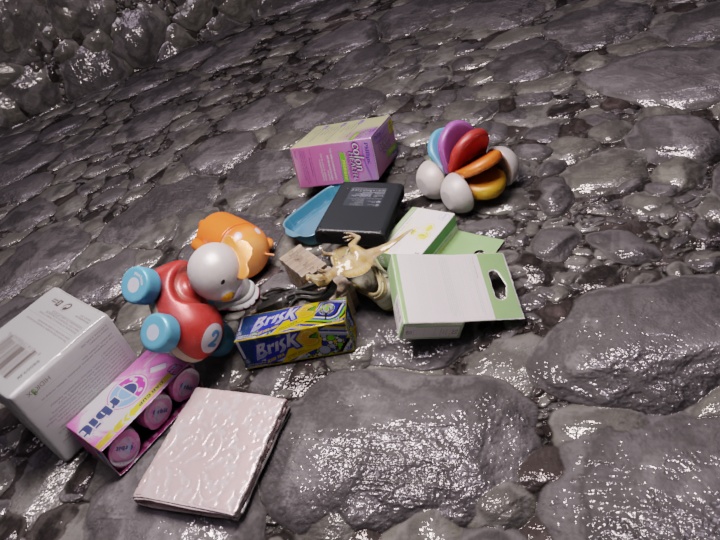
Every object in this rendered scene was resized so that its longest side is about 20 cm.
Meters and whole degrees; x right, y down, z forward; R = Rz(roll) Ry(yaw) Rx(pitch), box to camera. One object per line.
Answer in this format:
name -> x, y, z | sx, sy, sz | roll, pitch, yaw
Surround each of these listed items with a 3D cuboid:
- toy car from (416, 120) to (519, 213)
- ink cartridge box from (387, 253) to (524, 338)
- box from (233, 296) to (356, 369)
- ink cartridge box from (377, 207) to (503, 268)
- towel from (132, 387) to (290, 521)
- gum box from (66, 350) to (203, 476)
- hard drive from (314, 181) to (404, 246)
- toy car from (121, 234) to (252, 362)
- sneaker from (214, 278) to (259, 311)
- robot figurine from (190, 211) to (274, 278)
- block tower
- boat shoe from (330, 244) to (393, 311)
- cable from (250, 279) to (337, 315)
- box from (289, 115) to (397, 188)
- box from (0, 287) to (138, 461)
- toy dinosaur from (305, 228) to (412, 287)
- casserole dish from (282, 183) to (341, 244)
toy car -> 0.208, -0.225, 1.272 | 0.174, 0.152, 0.200 | -33, 39, -16
ink cartridge box -> 0.151, 0.038, 1.032 | 0.196, 0.048, 0.147 | 0, 48, -9
box -> -0.109, 0.107, 1.074 | 0.196, 0.071, 0.065 | -12, 36, 11
ink cartridge box -> 0.144, -0.047, 1.169 | 0.198, 0.048, 0.146 | 12, 47, 39
towel -> -0.221, 0.271, 0.955 | 0.187, 0.033, 0.202 | 1, 42, 24
gum box -> -0.368, 0.223, 1.051 | 0.112, 0.067, 0.200 | 13, 48, 37
hard drive -> 0.002, -0.116, 1.254 | 0.137, 0.033, 0.201 | 4, 35, 14
toy car -> -0.252, 0.032, 1.054 | 0.199, 0.184, 0.179 | -36, 69, 15
sneaker -> -0.302, 0.044, 1.224 | 0.197, 0.089, 0.082 | -22, 37, -3
robot figurine -> -0.263, -0.053, 1.304 | 0.199, 0.144, 0.118 | 25, 78, 44
block tower -> -0.076, 0.021, 1.179 | 0.054, 0.058, 0.199 | -34, 41, -18
boat shoe -> -0.001, 0.002, 1.143 | 0.074, 0.063, 0.201 | -52, 44, 7
cable -> -0.119, 0.056, 1.135 | 0.197, 0.051, 0.098 | -20, 30, 21
box -> -0.034, -0.275, 1.461 | 0.196, 0.098, 0.176 | -4, 27, 21
box -> -0.520, 0.173, 1.096 | 0.197, 0.173, 0.200 | 16, 49, 38
toy dinosaur -> -0.006, -0.021, 1.087 | 0.197, 0.059, 0.101 | -27, 33, -11
casserole dish -> -0.076, -0.119, 1.365 | 0.199, 0.039, 0.120 | -41, 42, -24
